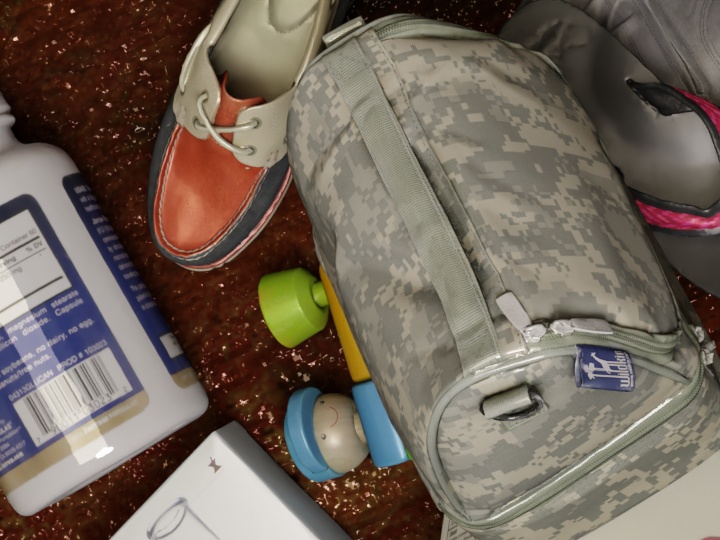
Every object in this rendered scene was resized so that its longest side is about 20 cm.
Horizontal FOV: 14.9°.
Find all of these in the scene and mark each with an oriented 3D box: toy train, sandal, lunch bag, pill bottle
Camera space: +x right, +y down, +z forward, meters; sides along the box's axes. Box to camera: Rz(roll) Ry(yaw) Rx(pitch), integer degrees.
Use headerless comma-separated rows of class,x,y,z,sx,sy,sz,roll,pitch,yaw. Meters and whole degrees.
toy train,0.000,0.000,1.335,0.115,0.085,0.201,-17,90,24
sandal,0.138,-0.052,1.252,0.200,0.045,0.075,38,92,14
lunch bag,0.053,0.004,1.156,0.139,0.168,0.201,-31,57,11
pill bottle,-0.168,0.008,1.345,0.111,0.111,0.201,-30,88,11

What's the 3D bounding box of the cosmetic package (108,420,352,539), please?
cosmetic package,-0.082,0.199,1.373,0.151,0.052,0.200,45,100,7

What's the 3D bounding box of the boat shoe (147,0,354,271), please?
boat shoe,-0.053,-0.091,1.342,0.071,0.063,0.201,28,99,6

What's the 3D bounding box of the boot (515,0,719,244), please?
boot,0.121,-0.082,1.315,0.131,0.070,0.200,39,89,9

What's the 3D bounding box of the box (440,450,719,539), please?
box,0.101,0.180,1.242,0.108,0.128,0.201,22,60,-21
